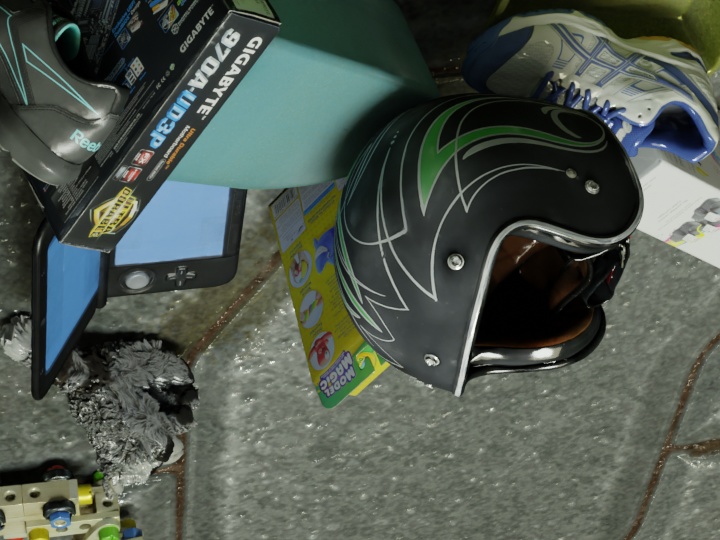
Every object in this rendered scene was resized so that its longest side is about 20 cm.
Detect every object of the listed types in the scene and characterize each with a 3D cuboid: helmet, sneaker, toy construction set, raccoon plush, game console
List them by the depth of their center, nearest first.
[{"bbox_3d":[-0.217,-0.147,1.245,0.079,0.200,0.075,-43,167,17],"label":"sneaker"},{"bbox_3d":[0.075,-0.020,1.334,0.191,0.200,0.200,-10,143,-15],"label":"helmet"},{"bbox_3d":[0.168,-0.124,1.412,0.200,0.088,0.075,4,141,-23],"label":"sneaker"},{"bbox_3d":[-0.162,-0.010,1.490,0.176,0.116,0.200,-5,143,-14],"label":"game console"},{"bbox_3d":[-0.226,0.106,1.677,0.200,0.097,0.134,37,138,-14],"label":"raccoon plush"},{"bbox_3d":[-0.290,0.237,1.794,0.200,0.092,0.131,-18,145,-17],"label":"toy construction set"}]

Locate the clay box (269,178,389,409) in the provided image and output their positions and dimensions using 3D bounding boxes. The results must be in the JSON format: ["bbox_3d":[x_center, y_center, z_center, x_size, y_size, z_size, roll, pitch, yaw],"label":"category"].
[{"bbox_3d":[0.000,0.000,1.494,0.048,0.200,0.115,18,132,-38],"label":"clay box"}]

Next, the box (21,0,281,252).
[{"bbox_3d":[-0.151,-0.136,1.270,0.046,0.159,0.200,10,128,-46],"label":"box"}]

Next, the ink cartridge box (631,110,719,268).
[{"bbox_3d":[0.254,-0.076,1.563,0.200,0.115,0.068,22,130,-41],"label":"ink cartridge box"}]

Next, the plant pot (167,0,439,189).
[{"bbox_3d":[-0.055,-0.141,1.350,0.200,0.141,0.141,10,137,-46],"label":"plant pot"}]

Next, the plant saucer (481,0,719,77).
[{"bbox_3d":[0.194,-0.224,1.405,0.200,0.048,0.200,0,141,-22],"label":"plant saucer"}]
